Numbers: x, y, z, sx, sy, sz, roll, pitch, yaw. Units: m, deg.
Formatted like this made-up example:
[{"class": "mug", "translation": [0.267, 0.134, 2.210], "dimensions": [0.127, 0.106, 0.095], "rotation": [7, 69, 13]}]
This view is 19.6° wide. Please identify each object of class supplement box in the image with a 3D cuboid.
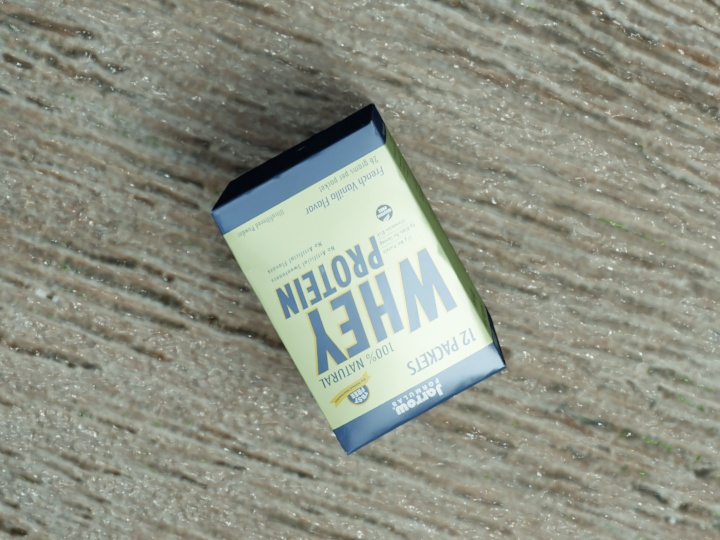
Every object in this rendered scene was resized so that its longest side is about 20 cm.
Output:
[{"class": "supplement box", "translation": [0.000, 0.000, 1.550], "dimensions": [0.134, 0.200, 0.200], "rotation": [-29, 97, 5]}]
